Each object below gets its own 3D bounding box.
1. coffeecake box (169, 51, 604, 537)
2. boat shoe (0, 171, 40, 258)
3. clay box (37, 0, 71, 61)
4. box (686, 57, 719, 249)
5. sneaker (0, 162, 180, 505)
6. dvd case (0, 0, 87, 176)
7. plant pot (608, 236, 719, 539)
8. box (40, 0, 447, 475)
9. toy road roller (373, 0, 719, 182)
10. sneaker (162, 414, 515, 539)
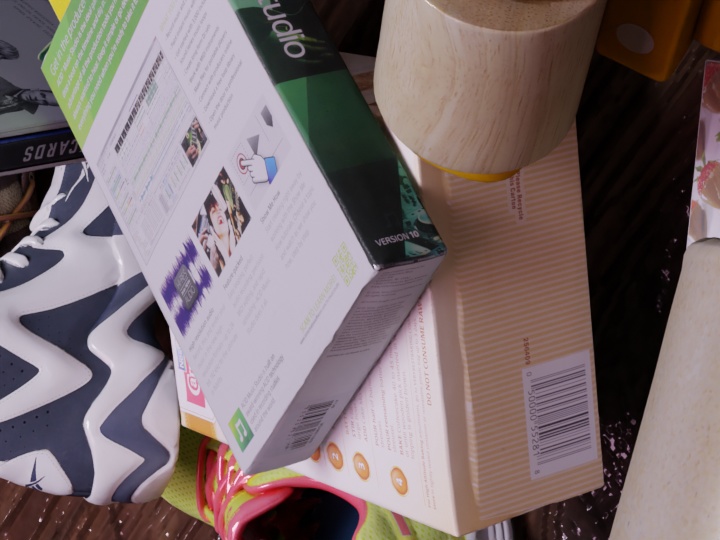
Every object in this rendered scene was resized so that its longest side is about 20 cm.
[{"bbox_3d":[0.000,0.000,1.016,0.200,0.073,0.154,16,116,55],"label":"coffeecake box"},{"bbox_3d":[-0.174,-0.027,1.225,0.072,0.072,0.200,38,133,23],"label":"boat shoe"},{"bbox_3d":[-0.052,-0.161,1.061,0.200,0.115,0.048,-44,67,38],"label":"clay box"},{"bbox_3d":[0.142,0.021,0.961,0.039,0.041,0.200,16,108,41],"label":"box"},{"bbox_3d":[-0.152,0.007,1.141,0.080,0.129,0.199,125,143,-61],"label":"sneaker"},{"bbox_3d":[-0.160,-0.093,1.116,0.150,0.200,0.025,39,124,32],"label":"dvd case"},{"bbox_3d":[0.162,0.087,0.869,0.200,0.200,0.184,9,92,42],"label":"plant pot"},{"bbox_3d":[-0.049,-0.045,0.976,0.200,0.036,0.144,61,145,22],"label":"box"},{"bbox_3d":[0.105,-0.112,0.873,0.146,0.200,0.123,26,149,11],"label":"toy road roller"},{"bbox_3d":[-0.034,0.095,1.107,0.200,0.090,0.078,14,109,43],"label":"sneaker"}]
